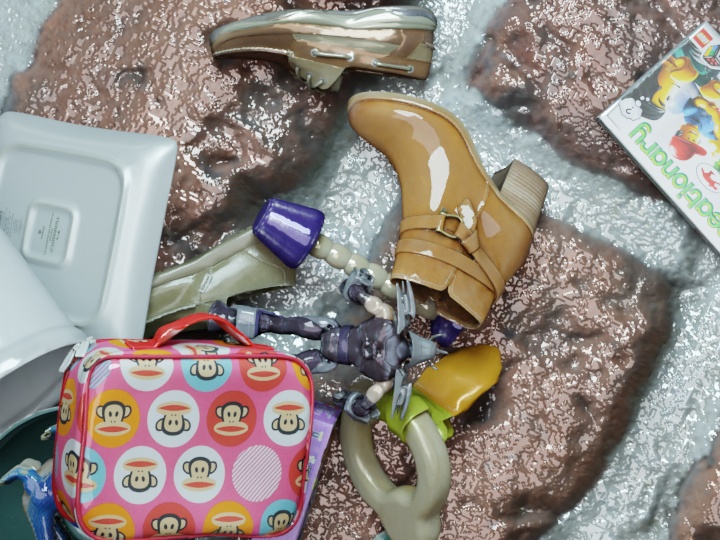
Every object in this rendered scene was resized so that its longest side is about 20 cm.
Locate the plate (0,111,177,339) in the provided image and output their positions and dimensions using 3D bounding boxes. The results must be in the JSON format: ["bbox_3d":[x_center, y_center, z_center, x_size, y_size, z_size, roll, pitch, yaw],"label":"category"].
[{"bbox_3d":[-0.262,-0.031,1.619,0.200,0.032,0.200,11,92,30],"label":"plate"}]

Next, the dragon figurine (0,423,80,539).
[{"bbox_3d":[-0.223,0.172,1.513,0.099,0.059,0.200,44,94,1],"label":"dragon figurine"}]

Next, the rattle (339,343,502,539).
[{"bbox_3d":[0.061,0.181,1.648,0.130,0.143,0.200,-2,109,34],"label":"rattle"}]

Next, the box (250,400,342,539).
[{"bbox_3d":[-0.066,0.214,1.601,0.039,0.137,0.200,18,92,3],"label":"box"}]

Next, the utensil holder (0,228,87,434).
[{"bbox_3d":[-0.345,0.036,1.548,0.170,0.170,0.200,-39,76,3],"label":"utensil holder"}]

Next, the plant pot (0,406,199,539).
[{"bbox_3d":[-0.228,0.210,1.611,0.200,0.134,0.200,0,91,4],"label":"plant pot"}]

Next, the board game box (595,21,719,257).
[{"bbox_3d":[0.318,-0.101,1.626,0.126,0.035,0.200,-42,89,3],"label":"board game box"}]

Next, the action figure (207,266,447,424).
[{"bbox_3d":[-0.027,0.061,1.557,0.200,0.069,0.130,2,84,7],"label":"action figure"}]

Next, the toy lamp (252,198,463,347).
[{"bbox_3d":[0.000,0.000,1.611,0.200,0.058,0.058,29,92,-11],"label":"toy lamp"}]

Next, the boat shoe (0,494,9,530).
[{"bbox_3d":[-0.345,0.162,1.653,0.076,0.072,0.200,1,90,19],"label":"boat shoe"}]

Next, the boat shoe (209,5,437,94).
[{"bbox_3d":[-0.032,-0.190,1.625,0.200,0.076,0.072,-2,93,5],"label":"boat shoe"}]

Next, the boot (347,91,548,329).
[{"bbox_3d":[0.054,-0.054,1.594,0.200,0.074,0.155,28,65,-1],"label":"boot"}]

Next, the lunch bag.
[{"bbox_3d":[-0.136,0.120,1.459,0.200,0.082,0.176,4,94,-26],"label":"lunch bag"}]

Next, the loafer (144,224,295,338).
[{"bbox_3d":[-0.143,0.025,1.632,0.200,0.076,0.067,-30,83,3],"label":"loafer"}]
